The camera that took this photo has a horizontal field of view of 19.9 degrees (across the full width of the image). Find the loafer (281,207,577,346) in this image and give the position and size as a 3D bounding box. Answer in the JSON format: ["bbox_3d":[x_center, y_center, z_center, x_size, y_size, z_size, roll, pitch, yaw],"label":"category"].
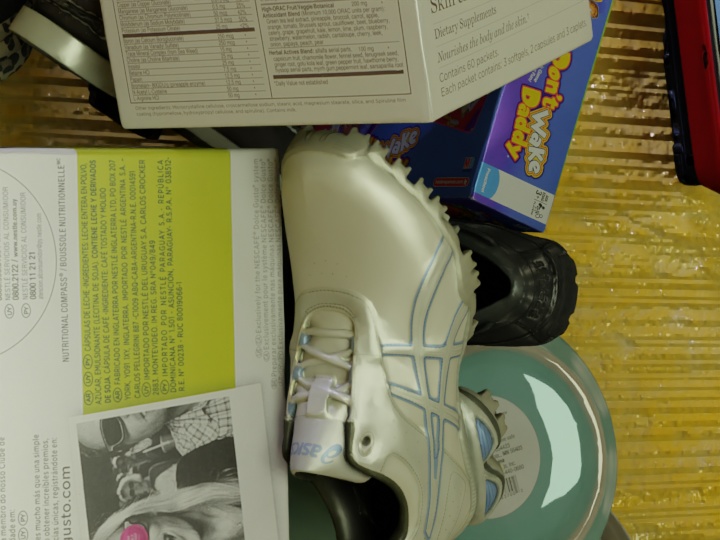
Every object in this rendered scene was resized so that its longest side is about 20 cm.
[{"bbox_3d":[0.000,0.000,0.935,0.070,0.200,0.068,12,84,-59],"label":"loafer"}]

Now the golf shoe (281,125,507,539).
[{"bbox_3d":[0.003,0.041,0.846,0.097,0.078,0.201,-43,124,-43],"label":"golf shoe"}]

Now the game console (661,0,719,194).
[{"bbox_3d":[0.225,-0.151,1.147,0.172,0.119,0.201,-11,97,-28],"label":"game console"}]

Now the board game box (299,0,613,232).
[{"bbox_3d":[0.033,-0.090,0.994,0.045,0.200,0.135,22,81,-30],"label":"board game box"}]

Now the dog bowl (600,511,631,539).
[{"bbox_3d":[0.060,0.200,1.098,0.199,0.059,0.201,0,90,-29],"label":"dog bowl"}]

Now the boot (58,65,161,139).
[{"bbox_3d":[-0.101,-0.164,0.959,0.132,0.070,0.200,-48,134,-24],"label":"boot"}]

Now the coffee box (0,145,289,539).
[{"bbox_3d":[-0.162,0.046,0.889,0.197,0.199,0.201,-2,93,-29],"label":"coffee box"}]

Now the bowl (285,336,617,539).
[{"bbox_3d":[0.046,0.094,1.002,0.200,0.105,0.202,3,83,-25],"label":"bowl"}]

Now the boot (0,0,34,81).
[{"bbox_3d":[-0.180,-0.198,0.942,0.073,0.204,0.154,0,134,-3],"label":"boot"}]

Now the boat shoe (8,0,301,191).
[{"bbox_3d":[-0.073,-0.091,0.937,0.201,0.072,0.061,29,92,-55],"label":"boat shoe"}]

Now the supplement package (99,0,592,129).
[{"bbox_3d":[-0.012,-0.173,0.831,0.152,0.150,0.201,-31,117,-54],"label":"supplement package"}]
